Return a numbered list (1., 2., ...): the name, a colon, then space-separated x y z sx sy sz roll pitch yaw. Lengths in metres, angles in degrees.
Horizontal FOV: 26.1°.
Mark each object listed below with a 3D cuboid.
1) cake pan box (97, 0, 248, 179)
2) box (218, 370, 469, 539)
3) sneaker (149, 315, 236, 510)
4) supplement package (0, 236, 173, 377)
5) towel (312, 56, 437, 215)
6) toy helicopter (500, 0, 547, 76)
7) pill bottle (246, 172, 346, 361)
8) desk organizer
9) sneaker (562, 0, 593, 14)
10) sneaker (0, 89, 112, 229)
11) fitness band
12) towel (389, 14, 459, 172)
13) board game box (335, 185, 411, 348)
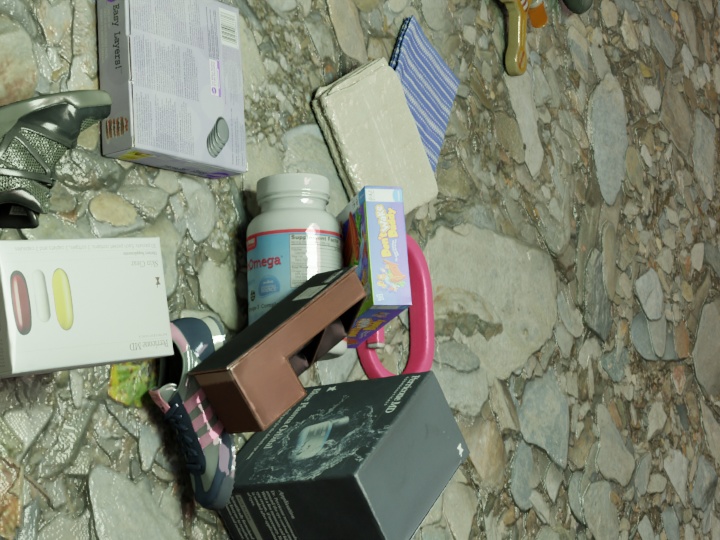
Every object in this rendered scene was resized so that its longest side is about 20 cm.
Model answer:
1. cake pan box: -0.198 -0.207 1.647 0.184 0.052 0.201 7 77 -57
2. box: -0.020 0.215 1.671 0.197 0.200 0.118 -49 121 -49
3. sneaker: -0.179 0.148 1.589 0.082 0.070 0.201 -1 80 -38
4. supplement package: -0.290 0.036 1.362 0.200 0.155 0.111 -4 86 -56
5. towel: 0.019 -0.154 1.940 0.132 0.034 0.200 -34 111 -36
6. toy helicopter: 0.238 -0.390 2.318 0.132 0.079 0.201 -1 94 -64
7. pill bottle: -0.072 -0.002 1.727 0.109 0.109 0.201 12 72 -54
8. desk organizer: -0.071 0.081 1.597 0.200 0.072 0.077 -39 107 -36
9. sneaker: 0.297 -0.484 2.423 0.079 0.075 0.200 -42 110 -36
10. sneaker: -0.304 -0.105 1.451 0.199 0.076 0.115 -31 110 -50
11. fitness band: 0.045 0.050 1.948 0.143 0.037 0.201 13 73 -54
12. towel: 0.079 -0.224 2.074 0.145 0.024 0.200 48 46 -39
13. board game box: 0.000 0.000 1.754 0.045 0.200 0.135 1 73 -18
